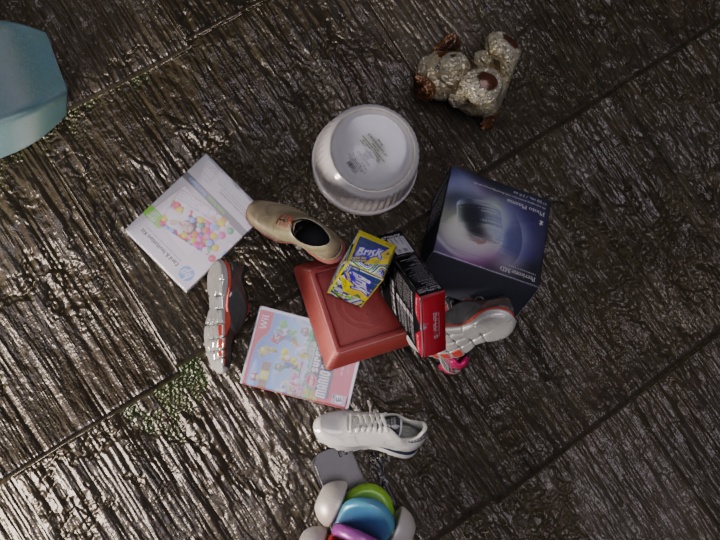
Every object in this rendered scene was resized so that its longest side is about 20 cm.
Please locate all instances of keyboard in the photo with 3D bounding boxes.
[{"bbox_3d":[0.003,0.398,1.713,0.127,0.021,0.201,-21,86,-6],"label":"keyboard"}]

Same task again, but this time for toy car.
[{"bbox_3d":[-0.008,0.456,1.620,0.175,0.150,0.201,25,83,0],"label":"toy car"}]

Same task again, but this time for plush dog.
[{"bbox_3d":[0.187,-0.357,1.817,0.171,0.161,0.200,23,50,9],"label":"plush dog"}]

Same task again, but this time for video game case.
[{"bbox_3d":[-0.101,0.156,1.735,0.199,0.017,0.144,15,80,-6],"label":"video game case"}]

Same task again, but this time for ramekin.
[{"bbox_3d":[0.015,-0.206,1.765,0.199,0.105,0.201,1,81,-9],"label":"ramekin"}]

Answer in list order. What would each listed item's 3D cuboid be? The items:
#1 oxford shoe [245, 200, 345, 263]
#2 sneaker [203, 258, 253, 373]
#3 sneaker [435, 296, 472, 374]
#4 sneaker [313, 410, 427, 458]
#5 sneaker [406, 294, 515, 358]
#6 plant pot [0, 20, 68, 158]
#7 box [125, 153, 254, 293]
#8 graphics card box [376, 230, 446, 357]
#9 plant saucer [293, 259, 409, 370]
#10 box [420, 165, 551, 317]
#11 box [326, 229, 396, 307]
[{"bbox_3d":[-0.118,-0.081,1.678,0.199,0.075,0.071,23,77,19],"label":"oxford shoe"},{"bbox_3d":[-0.222,0.081,1.700,0.082,0.077,0.201,1,94,-35],"label":"sneaker"},{"bbox_3d":[0.181,0.087,1.761,0.080,0.075,0.201,2,80,-8],"label":"sneaker"},{"bbox_3d":[0.018,0.273,1.694,0.199,0.081,0.077,7,59,-12],"label":"sneaker"},{"bbox_3d":[0.178,0.092,1.687,0.199,0.082,0.077,-15,126,24],"label":"sneaker"},{"bbox_3d":[-0.610,-0.311,1.646,0.199,0.196,0.197,-20,85,-20],"label":"plant pot"},{"bbox_3d":[-0.293,-0.085,1.731,0.156,0.041,0.200,45,79,0],"label":"box"},{"bbox_3d":[0.084,0.036,1.631,0.051,0.200,0.126,-16,126,-15],"label":"graphics card box"},{"bbox_3d":[0.003,0.055,1.745,0.199,0.037,0.200,-16,80,-14],"label":"plant saucer"},{"bbox_3d":[0.220,-0.051,1.733,0.199,0.123,0.199,18,57,-6],"label":"box"},{"bbox_3d":[0.000,0.000,1.635,0.070,0.200,0.064,23,72,-4],"label":"box"}]
